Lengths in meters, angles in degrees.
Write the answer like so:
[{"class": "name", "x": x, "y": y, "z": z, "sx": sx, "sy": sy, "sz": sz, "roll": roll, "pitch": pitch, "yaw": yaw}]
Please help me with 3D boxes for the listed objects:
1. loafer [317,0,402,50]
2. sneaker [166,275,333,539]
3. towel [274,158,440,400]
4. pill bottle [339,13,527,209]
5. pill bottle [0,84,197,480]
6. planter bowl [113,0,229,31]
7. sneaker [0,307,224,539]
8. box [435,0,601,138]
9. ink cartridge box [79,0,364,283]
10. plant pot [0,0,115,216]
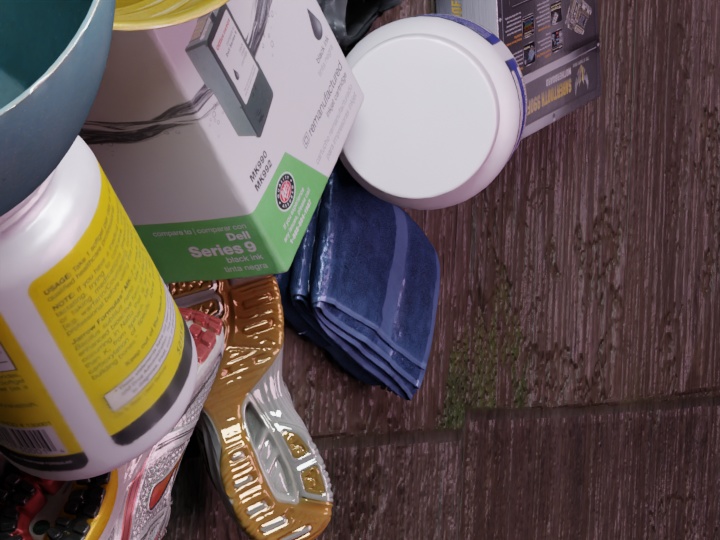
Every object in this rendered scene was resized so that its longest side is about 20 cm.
[{"class": "loafer", "x": 0.002, "y": -0.180, "z": 1.751, "sx": 0.201, "sy": 0.070, "sz": 0.068, "roll": -50, "pitch": 137, "yaw": -53}, {"class": "sneaker", "x": -0.077, "y": 0.063, "z": 1.625, "sx": 0.088, "sy": 0.075, "sz": 0.201, "roll": 175, "pitch": -99, "yaw": -76}, {"class": "towel", "x": 0.000, "y": 0.000, "z": 1.794, "sx": 0.200, "sy": 0.048, "sz": 0.112, "roll": 41, "pitch": 55, "yaw": -59}, {"class": "pill bottle", "x": 0.041, "y": -0.097, "z": 1.729, "sx": 0.200, "sy": 0.115, "sz": 0.116, "roll": -43, "pitch": 133, "yaw": -82}, {"class": "pill bottle", "x": -0.161, "y": -0.001, "z": 1.364, "sx": 0.200, "sy": 0.114, "sz": 0.115, "roll": 66, "pitch": 36, "yaw": -46}, {"class": "planter bowl", "x": -0.143, "y": -0.185, "z": 1.373, "sx": 0.083, "sy": 0.200, "sz": 0.201, "roll": -45, "pitch": -159, "yaw": 55}, {"class": "sneaker", "x": -0.131, "y": 0.100, "z": 1.503, "sx": 0.200, "sy": 0.078, "sz": 0.082, "roll": -59, "pitch": 148, "yaw": -31}, {"class": "box", "x": 0.112, "y": -0.181, "z": 2.018, "sx": 0.200, "sy": 0.048, "sz": 0.159, "roll": -31, "pitch": 121, "yaw": -61}, {"class": "ink cartridge box", "x": -0.089, "y": -0.115, "z": 1.521, "sx": 0.200, "sy": 0.084, "sz": 0.146, "roll": 62, "pitch": 37, "yaw": -38}, {"class": "plant pot", "x": -0.194, "y": -0.088, "z": 1.214, "sx": 0.135, "sy": 0.199, "sz": 0.201, "roll": 81, "pitch": 24, "yaw": -57}]
